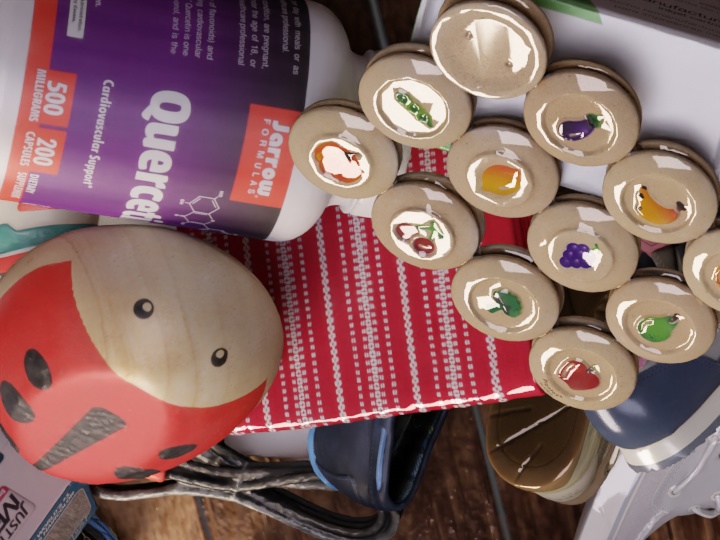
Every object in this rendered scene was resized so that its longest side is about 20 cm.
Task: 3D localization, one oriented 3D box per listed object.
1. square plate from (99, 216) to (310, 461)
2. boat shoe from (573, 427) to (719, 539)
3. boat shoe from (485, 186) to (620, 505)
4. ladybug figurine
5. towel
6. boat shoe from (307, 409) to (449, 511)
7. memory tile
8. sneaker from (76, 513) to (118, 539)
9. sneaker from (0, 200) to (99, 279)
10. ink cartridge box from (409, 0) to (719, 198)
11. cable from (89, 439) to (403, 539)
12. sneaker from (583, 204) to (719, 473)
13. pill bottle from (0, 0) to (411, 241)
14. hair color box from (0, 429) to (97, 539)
[{"bbox_3d":[-0.068,0.001,1.471,0.199,0.028,0.199,4,112,12],"label":"square plate"},{"bbox_3d":[0.164,0.088,1.431,0.068,0.072,0.200,26,106,2],"label":"boat shoe"},{"bbox_3d":[0.118,0.015,1.391,0.072,0.065,0.201,11,81,33],"label":"boat shoe"},{"bbox_3d":[-0.116,0.048,1.357,0.136,0.072,0.200,30,146,-13],"label":"ladybug figurine"},{"bbox_3d":[0.000,0.000,1.377,0.200,0.022,0.145,-9,86,32],"label":"towel"},{"bbox_3d":[0.045,0.026,1.410,0.069,0.084,0.201,33,111,47],"label":"boat shoe"},{"bbox_3d":[0.077,-0.026,1.215,0.200,0.017,0.153,41,133,-17],"label":"memory tile"},{"bbox_3d":[-0.225,0.141,1.533,0.199,0.083,0.071,21,119,6],"label":"sneaker"},{"bbox_3d":[-0.210,-0.038,1.463,0.199,0.070,0.094,-3,88,38],"label":"sneaker"},{"bbox_3d":[0.108,-0.104,1.292,0.144,0.200,0.084,17,111,7],"label":"ink cartridge box"},{"bbox_3d":[-0.081,0.107,1.471,0.200,0.050,0.097,29,118,4],"label":"cable"},{"bbox_3d":[0.168,-0.005,1.331,0.082,0.200,0.070,46,158,-22],"label":"sneaker"},{"bbox_3d":[-0.080,-0.076,1.299,0.199,0.113,0.113,8,114,-11],"label":"pill bottle"},{"bbox_3d":[-0.248,0.105,1.487,0.200,0.100,0.061,29,160,18],"label":"hair color box"}]
